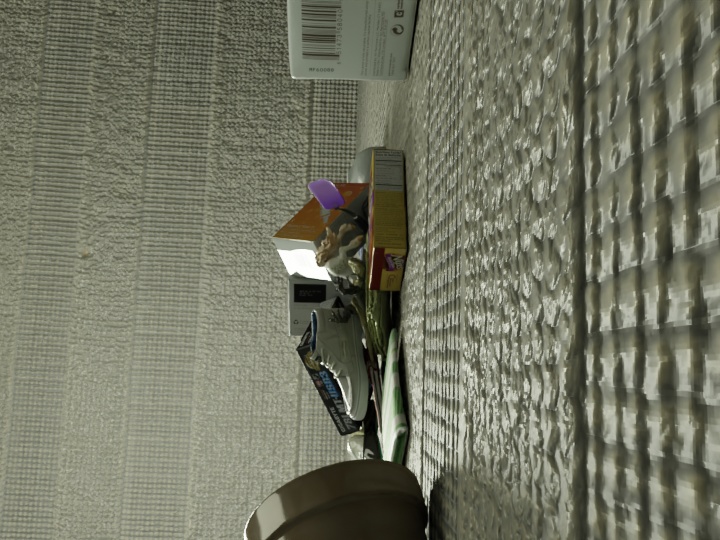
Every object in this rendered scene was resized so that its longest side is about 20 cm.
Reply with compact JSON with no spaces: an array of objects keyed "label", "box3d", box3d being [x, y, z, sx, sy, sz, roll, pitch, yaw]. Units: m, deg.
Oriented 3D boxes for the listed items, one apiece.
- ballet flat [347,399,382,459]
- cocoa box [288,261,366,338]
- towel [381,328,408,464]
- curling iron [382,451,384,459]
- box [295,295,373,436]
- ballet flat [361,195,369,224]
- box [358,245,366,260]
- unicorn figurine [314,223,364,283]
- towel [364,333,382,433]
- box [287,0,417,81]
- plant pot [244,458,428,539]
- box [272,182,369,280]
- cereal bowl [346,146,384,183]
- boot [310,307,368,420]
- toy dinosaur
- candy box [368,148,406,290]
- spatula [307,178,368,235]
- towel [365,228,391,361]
[{"label":"ballet flat","box3d":[0.008,0.325,1.387,0.201,0.067,0.069,-94,1,-65]},{"label":"cocoa box","box3d":[-0.054,0.058,1.548,0.132,0.196,0.136,-95,6,-71]},{"label":"towel","box3d":[0.051,0.213,1.088,0.201,0.023,0.154,-89,3,-54]},{"label":"curling iron","box3d":[0.036,0.393,1.167,0.050,0.025,0.204,114,158,-75]},{"label":"box","box3d":[-0.040,0.182,1.404,0.202,0.049,0.199,63,-157,-17]},{"label":"ballet flat","box3d":[0.044,-0.111,1.361,0.067,0.056,0.200,-60,13,8]},{"label":"box","box3d":[0.014,-0.091,1.944,0.200,0.032,0.123,-108,21,-78]},{"label":"unicorn figurine","box3d":[0.000,0.000,1.376,0.138,0.198,0.074,-58,7,18]},{"label":"towel","box3d":[0.025,0.192,1.360,0.201,0.022,0.146,-95,-4,-65]},{"label":"box","box3d":[-0.014,-0.430,1.126,0.200,0.196,0.174,95,174,-56]},{"label":"plant pot","box3d":[-0.005,0.319,0.718,0.175,0.197,0.202,-114,21,-45]},{"label":"box","box3d":[-0.062,-0.084,1.470,0.200,0.123,0.098,-48,-52,-34]},{"label":"cereal bowl","box3d":[0.010,-0.178,1.617,0.200,0.082,0.204,-177,90,-88]},{"label":"boot","box3d":[-0.044,0.162,1.260,0.074,0.094,0.203,131,138,-55]},{"label":"toy dinosaur","box3d":[-0.011,0.058,1.261,0.047,0.087,0.203,-29,58,43]},{"label":"candy box","box3d":[0.041,-0.083,1.165,0.117,0.055,0.203,95,177,-55]},{"label":"spatula","box3d":[-0.019,-0.105,1.352,0.199,0.056,0.021,39,-128,-37]},{"label":"towel","box3d":[0.034,0.038,1.241,0.149,0.036,0.203,78,-170,-54]}]
